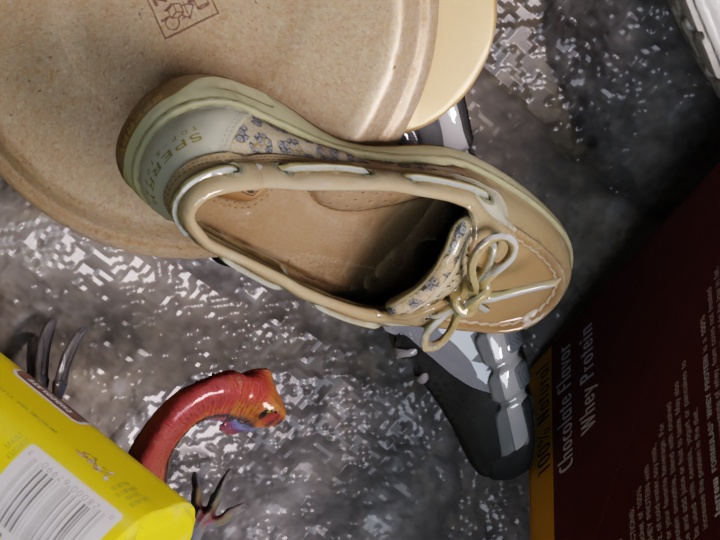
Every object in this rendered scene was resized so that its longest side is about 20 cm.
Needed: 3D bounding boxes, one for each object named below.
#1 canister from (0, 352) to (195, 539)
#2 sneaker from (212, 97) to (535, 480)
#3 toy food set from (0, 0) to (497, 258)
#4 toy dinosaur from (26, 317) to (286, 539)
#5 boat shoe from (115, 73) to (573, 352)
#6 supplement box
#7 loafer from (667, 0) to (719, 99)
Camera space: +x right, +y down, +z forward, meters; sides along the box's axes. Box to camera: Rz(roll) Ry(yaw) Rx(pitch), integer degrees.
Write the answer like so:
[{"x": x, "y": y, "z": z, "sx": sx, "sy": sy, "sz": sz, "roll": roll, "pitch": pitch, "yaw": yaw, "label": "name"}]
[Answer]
[{"x": -0.177, "y": 0.088, "z": 0.876, "sx": 0.200, "sy": 0.087, "sz": 0.149, "roll": 36, "pitch": 106, "yaw": 18, "label": "canister"}, {"x": 0.000, "y": 0.000, "z": 0.945, "sx": 0.115, "sy": 0.075, "sz": 0.200, "roll": -14, "pitch": 103, "yaw": 0, "label": "sneaker"}, {"x": -0.065, "y": -0.105, "z": 0.873, "sx": 0.200, "sy": 0.049, "sz": 0.198, "roll": -41, "pitch": 93, "yaw": 8, "label": "toy food set"}, {"x": -0.088, "y": 0.121, "z": 0.929, "sx": 0.105, "sy": 0.200, "sz": 0.182, "roll": 11, "pitch": 146, "yaw": -21, "label": "toy dinosaur"}, {"x": 0.003, "y": -0.009, "z": 0.839, "sx": 0.200, "sy": 0.063, "sz": 0.073, "roll": 16, "pitch": 116, "yaw": -34, "label": "boat shoe"}, {"x": 0.173, "y": 0.074, "z": 0.897, "sx": 0.133, "sy": 0.197, "sz": 0.200, "roll": 25, "pitch": 129, "yaw": -18, "label": "supplement box"}, {"x": 0.179, "y": -0.083, "z": 0.941, "sx": 0.070, "sy": 0.070, "sz": 0.200, "roll": -31, "pitch": 122, "yaw": 8, "label": "loafer"}]
